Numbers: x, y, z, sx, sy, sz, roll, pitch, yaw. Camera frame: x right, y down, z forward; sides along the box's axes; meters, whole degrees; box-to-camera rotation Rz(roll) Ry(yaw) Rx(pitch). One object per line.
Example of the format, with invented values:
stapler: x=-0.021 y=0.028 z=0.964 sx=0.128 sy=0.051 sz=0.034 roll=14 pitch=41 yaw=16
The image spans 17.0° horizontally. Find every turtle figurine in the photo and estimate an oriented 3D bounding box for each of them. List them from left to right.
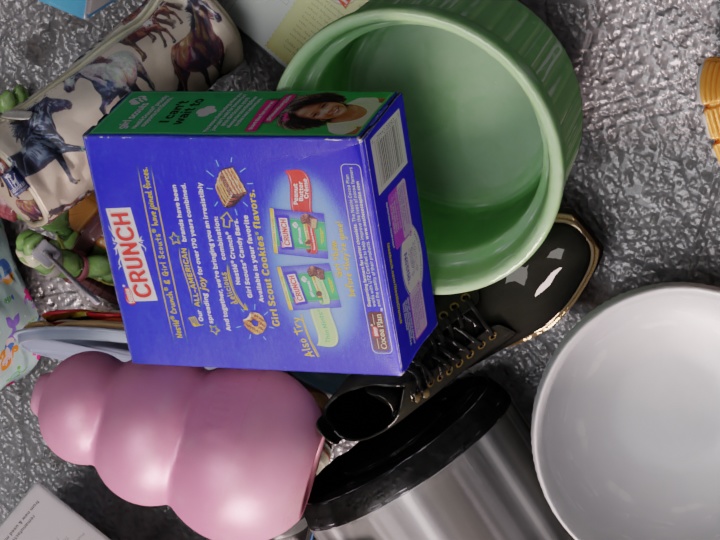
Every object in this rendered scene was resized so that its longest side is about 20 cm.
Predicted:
turtle figurine: x=-0.198 y=-0.064 z=1.729 sx=0.194 sy=0.200 sz=0.144 roll=31 pitch=87 yaw=14

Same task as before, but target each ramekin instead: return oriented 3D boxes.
ramekin: x=0.050 y=-0.094 z=1.582 sx=0.199 sy=0.098 sz=0.201 roll=10 pitch=120 yaw=18

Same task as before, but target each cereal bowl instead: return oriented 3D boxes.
cereal bowl: x=0.213 y=0.103 z=1.631 sx=0.199 sy=0.083 sz=0.201 roll=0 pitch=99 yaw=3

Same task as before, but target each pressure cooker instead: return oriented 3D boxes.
pressure cooker: x=0.077 y=0.197 z=1.699 sx=0.178 sy=0.176 sz=0.200 roll=-31 pitch=99 yaw=15

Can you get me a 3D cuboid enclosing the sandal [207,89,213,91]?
sandal: x=-0.029 y=-0.061 z=1.671 sx=0.200 sy=0.075 sz=0.048 roll=44 pitch=97 yaw=-8

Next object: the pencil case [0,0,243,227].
pencil case: x=-0.172 y=-0.120 z=1.650 sx=0.078 sy=0.200 sz=0.090 roll=38 pitch=164 yaw=43

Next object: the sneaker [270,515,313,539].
sneaker: x=-0.076 y=0.202 z=1.741 sx=0.071 sy=0.083 sz=0.200 roll=10 pitch=109 yaw=21

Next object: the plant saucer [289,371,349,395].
plant saucer: x=0.000 y=0.000 z=1.732 sx=0.200 sy=0.027 sz=0.201 roll=9 pitch=115 yaw=20

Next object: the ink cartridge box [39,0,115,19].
ink cartridge box: x=-0.227 y=-0.289 z=1.635 sx=0.200 sy=0.147 sz=0.146 roll=23 pitch=120 yaw=13

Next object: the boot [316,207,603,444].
boot: x=0.068 y=0.046 z=1.625 sx=0.200 sy=0.138 sz=0.078 roll=-40 pitch=93 yaw=30

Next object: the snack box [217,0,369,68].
snack box: x=-0.008 y=-0.177 z=1.650 sx=0.200 sy=0.037 sz=0.116 roll=41 pitch=125 yaw=3

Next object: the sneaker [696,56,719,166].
sneaker: x=0.280 y=-0.049 z=1.557 sx=0.077 sy=0.078 sz=0.200 roll=-16 pitch=106 yaw=20

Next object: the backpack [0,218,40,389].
backpack: x=-0.343 y=0.025 z=1.833 sx=0.177 sy=0.151 sz=0.200 roll=-11 pitch=114 yaw=33

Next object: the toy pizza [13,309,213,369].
toy pizza: x=-0.150 y=0.050 z=1.742 sx=0.200 sy=0.200 sz=0.032 roll=2 pitch=80 yaw=23

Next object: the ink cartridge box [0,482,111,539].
ink cartridge box: x=-0.197 y=0.266 z=1.866 sx=0.200 sy=0.084 sz=0.145 roll=38 pitch=165 yaw=4

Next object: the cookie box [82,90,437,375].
cookie box: x=-0.064 y=-0.026 z=1.562 sx=0.199 sy=0.075 sz=0.172 roll=2 pitch=117 yaw=23

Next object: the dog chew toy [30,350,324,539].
dog chew toy: x=-0.127 y=0.110 z=1.646 sx=0.199 sy=0.125 sz=0.125 roll=17 pitch=119 yaw=4

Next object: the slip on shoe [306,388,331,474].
slip on shoe: x=-0.104 y=0.118 z=1.815 sx=0.199 sy=0.061 sz=0.074 roll=-3 pitch=145 yaw=32
